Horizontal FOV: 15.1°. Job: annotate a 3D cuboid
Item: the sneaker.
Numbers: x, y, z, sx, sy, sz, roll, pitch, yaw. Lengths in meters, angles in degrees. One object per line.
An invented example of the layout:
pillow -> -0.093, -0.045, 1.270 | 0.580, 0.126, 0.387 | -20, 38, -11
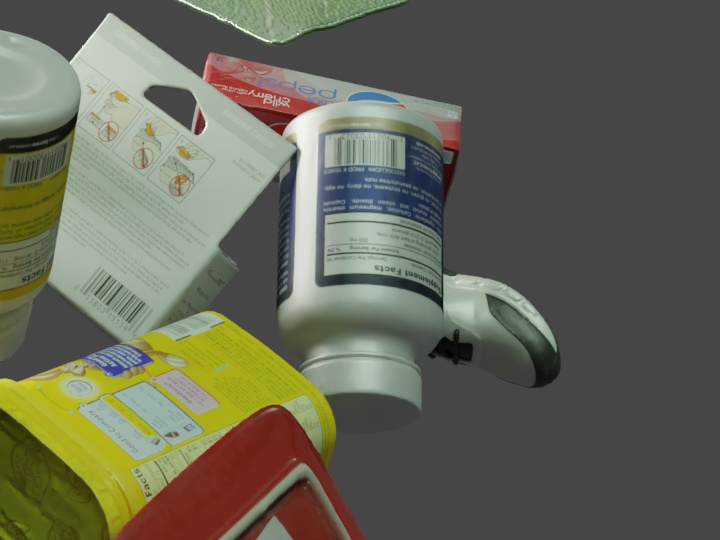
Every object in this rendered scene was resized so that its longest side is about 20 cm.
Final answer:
sneaker -> 0.045, 0.037, 1.865 | 0.199, 0.074, 0.080 | 26, 51, 24

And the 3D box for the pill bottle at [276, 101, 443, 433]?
pill bottle -> 0.000, 0.000, 1.787 | 0.111, 0.111, 0.201 | 6, 68, -12

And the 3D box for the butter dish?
butter dish -> -0.082, 0.207, 1.493 | 0.200, 0.147, 0.200 | -40, 105, -51

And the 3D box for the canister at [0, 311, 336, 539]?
canister -> -0.130, 0.107, 1.664 | 0.148, 0.087, 0.200 | 36, 38, 30

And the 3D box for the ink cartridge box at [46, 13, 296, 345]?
ink cartridge box -> -0.156, -0.056, 1.836 | 0.200, 0.044, 0.174 | 37, 83, 31

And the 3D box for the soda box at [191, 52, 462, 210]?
soda box -> -0.026, -0.102, 2.035 | 0.199, 0.064, 0.070 | 12, 33, -5

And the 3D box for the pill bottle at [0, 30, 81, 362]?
pill bottle -> -0.248, -0.044, 1.736 | 0.114, 0.201, 0.114 | 10, 33, -7
